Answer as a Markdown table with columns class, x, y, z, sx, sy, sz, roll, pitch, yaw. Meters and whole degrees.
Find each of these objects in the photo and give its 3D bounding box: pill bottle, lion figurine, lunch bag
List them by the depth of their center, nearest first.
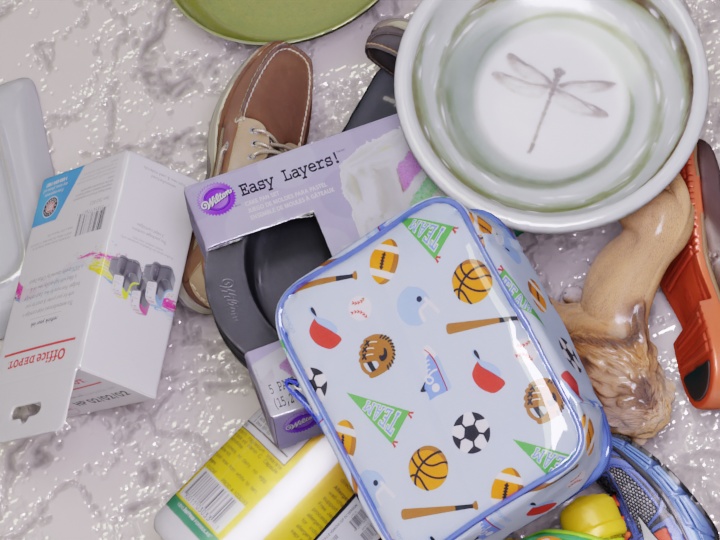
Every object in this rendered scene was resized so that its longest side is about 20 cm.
| class | x | y | z | sx | sy | sz | roll | pitch | yaw |
| --- | --- | --- | --- | --- | --- | --- | --- | --- | --- |
| lunch bag | 0.043 | 0.064 | 1.410 | 0.160 | 0.075 | 0.201 | -34 | 70 | 18 |
| lion figurine | 0.173 | 0.002 | 1.549 | 0.122 | 0.072 | 0.201 | 34 | 117 | 49 |
| pill bottle | -0.029 | 0.131 | 1.557 | 0.200 | 0.113 | 0.113 | -46 | 65 | -6 |

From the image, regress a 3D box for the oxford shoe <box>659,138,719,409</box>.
| class | x | y | z | sx | sy | sz | roll | pitch | yaw |
| --- | --- | --- | --- | --- | --- | --- | --- | --- | --- |
| oxford shoe | 0.240 | 0.000 | 1.578 | 0.072 | 0.071 | 0.201 | 2 | 63 | -15 |

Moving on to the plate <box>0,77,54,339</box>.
| class | x | y | z | sx | sy | sz | roll | pitch | yaw |
| --- | --- | --- | --- | --- | --- | --- | --- | --- | --- |
| plate | -0.314 | -0.032 | 1.744 | 0.199 | 0.032 | 0.201 | -19 | 65 | 6 |

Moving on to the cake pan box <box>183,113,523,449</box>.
| class | x | y | z | sx | sy | sz | roll | pitch | yaw |
| --- | --- | --- | --- | --- | --- | --- | --- | --- | --- |
| cake pan box | 0.000 | 0.000 | 1.530 | 0.199 | 0.052 | 0.185 | -18 | 59 | -6 |

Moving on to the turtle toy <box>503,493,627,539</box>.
| class | x | y | z | sx | sy | sz | roll | pitch | yaw |
| --- | --- | --- | --- | --- | --- | --- | --- | --- | --- |
| turtle toy | 0.099 | 0.232 | 1.473 | 0.200 | 0.101 | 0.147 | -31 | 72 | 35 |

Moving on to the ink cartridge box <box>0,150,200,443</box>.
| class | x | y | z | sx | sy | sz | roll | pitch | yaw |
| --- | --- | --- | --- | --- | --- | --- | --- | --- | --- |
| ink cartridge box | -0.184 | 0.030 | 1.637 | 0.115 | 0.068 | 0.201 | -14 | 58 | 51 |

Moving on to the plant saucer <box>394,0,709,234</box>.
| class | x | y | z | sx | sy | sz | roll | pitch | yaw |
| --- | --- | --- | --- | --- | --- | --- | --- | --- | --- |
| plant saucer | 0.121 | -0.112 | 1.530 | 0.199 | 0.050 | 0.201 | -1 | 71 | 3 |

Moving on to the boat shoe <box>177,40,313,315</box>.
| class | x | y | z | sx | sy | sz | roll | pitch | yaw |
| --- | --- | --- | --- | --- | --- | --- | --- | --- | --- |
| boat shoe | -0.070 | -0.064 | 1.658 | 0.075 | 0.072 | 0.201 | 21 | 78 | -25 |

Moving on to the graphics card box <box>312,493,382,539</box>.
| class | x | y | z | sx | sy | sz | roll | pitch | yaw |
| --- | --- | --- | --- | --- | --- | --- | --- | --- | --- |
| graphics card box | 0.053 | 0.141 | 1.501 | 0.051 | 0.125 | 0.200 | 44 | 100 | 25 |

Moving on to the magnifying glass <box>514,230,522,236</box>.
| class | x | y | z | sx | sy | sz | roll | pitch | yaw |
| --- | --- | --- | --- | --- | --- | --- | --- | --- | --- |
| magnifying glass | 0.040 | -0.032 | 1.659 | 0.199 | 0.022 | 0.080 | -27 | 64 | 1 |

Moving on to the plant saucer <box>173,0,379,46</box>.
| class | x | y | z | sx | sy | sz | roll | pitch | yaw |
| --- | --- | --- | --- | --- | --- | --- | --- | --- | --- |
| plant saucer | -0.049 | -0.242 | 1.752 | 0.199 | 0.031 | 0.201 | -7 | 61 | 12 |

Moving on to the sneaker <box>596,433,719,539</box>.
| class | x | y | z | sx | sy | sz | roll | pitch | yaw |
| --- | --- | --- | --- | --- | --- | --- | --- | --- | --- |
| sneaker | 0.192 | 0.182 | 1.503 | 0.078 | 0.075 | 0.200 | -38 | 62 | 1 |

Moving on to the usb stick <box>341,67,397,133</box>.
| class | x | y | z | sx | sy | sz | roll | pitch | yaw |
| --- | --- | --- | --- | --- | --- | --- | --- | --- | --- |
| usb stick | -0.005 | -0.059 | 1.655 | 0.055 | 0.033 | 0.201 | 20 | 63 | 19 |

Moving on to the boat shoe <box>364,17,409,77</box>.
| class | x | y | z | sx | sy | sz | roll | pitch | yaw |
| --- | --- | --- | --- | --- | --- | --- | --- | --- | --- |
| boat shoe | 0.075 | -0.100 | 1.625 | 0.200 | 0.075 | 0.073 | 35 | 82 | 21 |
